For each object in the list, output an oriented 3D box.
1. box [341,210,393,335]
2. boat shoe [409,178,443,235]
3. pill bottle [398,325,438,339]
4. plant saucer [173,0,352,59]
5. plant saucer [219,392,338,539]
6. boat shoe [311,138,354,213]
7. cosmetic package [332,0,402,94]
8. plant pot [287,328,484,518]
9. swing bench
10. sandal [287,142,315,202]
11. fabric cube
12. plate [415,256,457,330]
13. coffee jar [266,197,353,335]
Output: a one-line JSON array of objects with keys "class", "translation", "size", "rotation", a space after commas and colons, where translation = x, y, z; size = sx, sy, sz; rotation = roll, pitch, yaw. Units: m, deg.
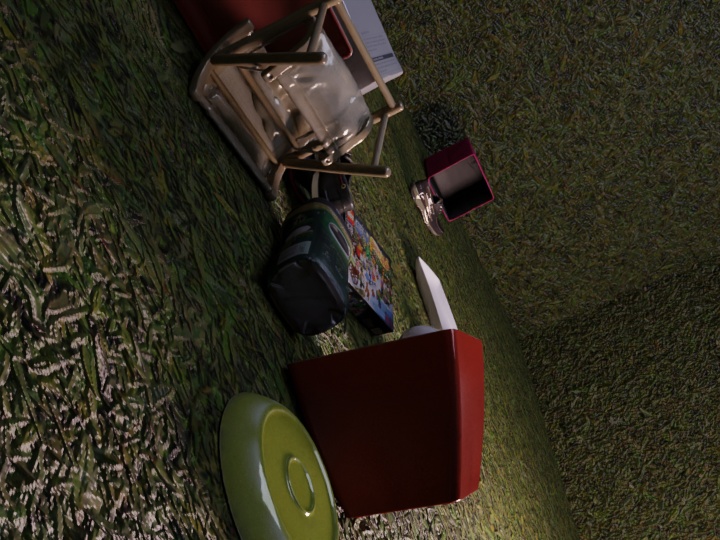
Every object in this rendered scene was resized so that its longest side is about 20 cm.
[{"class": "box", "translation": [0.000, 0.000, 1.338], "size": [0.200, 0.037, 0.140], "rotation": [49, 35, -55]}, {"class": "boat shoe", "translation": [0.216, -0.190, 2.540], "size": [0.202, 0.072, 0.075], "rotation": [58, 15, -35]}, {"class": "pill bottle", "translation": [0.107, 0.184, 1.355], "size": [0.114, 0.110, 0.202], "rotation": [58, 15, -30]}, {"class": "plant saucer", "translation": [-0.131, -0.340, 1.086], "size": [0.202, 0.196, 0.037], "rotation": [59, 31, -28]}, {"class": "plant saucer", "translation": [-0.067, 0.206, 0.787], "size": [0.201, 0.031, 0.202], "rotation": [-89, 154, -62]}, {"class": "boat shoe", "translation": [-0.038, -0.151, 1.262], "size": [0.204, 0.062, 0.075], "rotation": [-93, 170, -51]}, {"class": "cosmetic package", "translation": [-0.072, -0.352, 1.308], "size": [0.204, 0.196, 0.123], "rotation": [64, 29, -6]}, {"class": "plant pot", "translation": [0.050, 0.182, 0.981], "size": [0.199, 0.195, 0.181], "rotation": [25, 53, -71]}, {"class": "swing bench", "translation": [-0.076, -0.215, 1.067], "size": [0.200, 0.196, 0.132], "rotation": [54, 38, -44]}, {"class": "sandal", "translation": [-0.083, -0.127, 1.297], "size": [0.076, 0.044, 0.202], "rotation": [-93, 171, -45]}, {"class": "fabric cube", "translation": [0.365, -0.344, 3.147], "size": [0.198, 0.197, 0.201], "rotation": [59, 13, -25]}, {"class": "plate", "translation": [0.185, 0.087, 2.025], "size": [0.200, 0.032, 0.203], "rotation": [39, 29, -64]}, {"class": "coffee jar", "translation": [-0.060, -0.012, 1.069], "size": [0.105, 0.084, 0.201], "rotation": [57, 16, -22]}]
